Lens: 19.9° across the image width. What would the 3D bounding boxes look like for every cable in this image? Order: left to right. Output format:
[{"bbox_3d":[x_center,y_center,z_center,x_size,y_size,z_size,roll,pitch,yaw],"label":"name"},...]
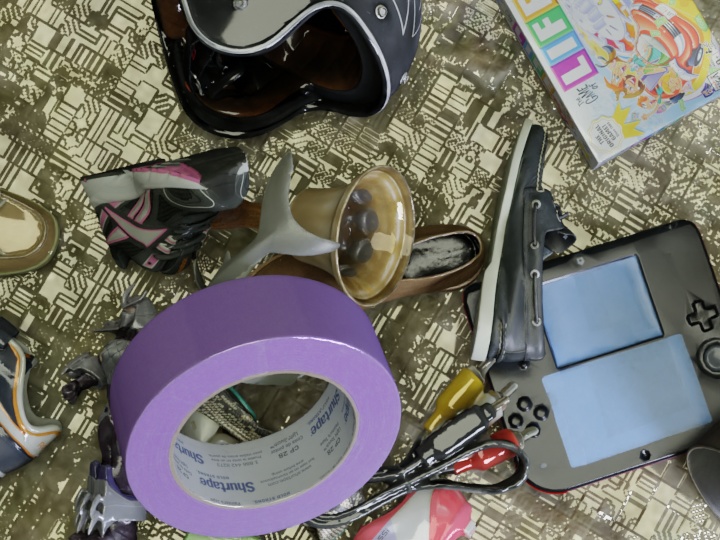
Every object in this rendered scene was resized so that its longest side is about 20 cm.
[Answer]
[{"bbox_3d":[0.047,0.152,1.557,0.199,0.050,0.097,-31,89,-8],"label":"cable"}]

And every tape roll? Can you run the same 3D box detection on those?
[{"bbox_3d":[-0.074,0.098,1.451,0.199,0.201,0.066,-18,45,-5],"label":"tape roll"}]

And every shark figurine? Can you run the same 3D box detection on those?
[{"bbox_3d":[-0.094,0.013,1.480,0.127,0.215,0.090,-17,57,-16],"label":"shark figurine"}]

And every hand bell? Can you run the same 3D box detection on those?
[{"bbox_3d":[-0.069,-0.041,1.558,0.199,0.104,0.105,11,81,33],"label":"hand bell"}]

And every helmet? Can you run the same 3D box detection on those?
[{"bbox_3d":[-0.053,-0.204,1.552,0.190,0.200,0.201,-17,84,-13],"label":"helmet"}]

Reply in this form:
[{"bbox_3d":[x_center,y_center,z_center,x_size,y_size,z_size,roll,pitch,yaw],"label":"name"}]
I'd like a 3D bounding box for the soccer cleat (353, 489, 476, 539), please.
[{"bbox_3d":[0.007,0.240,1.567,0.076,0.067,0.200,38,81,14],"label":"soccer cleat"}]

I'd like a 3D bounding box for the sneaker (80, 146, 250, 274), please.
[{"bbox_3d":[-0.137,-0.041,1.539,0.080,0.200,0.087,-16,97,-27],"label":"sneaker"}]

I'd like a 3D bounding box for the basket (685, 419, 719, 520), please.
[{"bbox_3d":[0.363,0.115,1.558,0.136,0.181,0.200,28,71,42],"label":"basket"}]

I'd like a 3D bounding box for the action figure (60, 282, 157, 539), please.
[{"bbox_3d":[-0.180,0.109,1.546,0.069,0.130,0.201,8,87,-26],"label":"action figure"}]

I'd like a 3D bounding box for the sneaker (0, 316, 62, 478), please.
[{"bbox_3d":[-0.297,0.057,1.563,0.079,0.078,0.201,-27,97,0],"label":"sneaker"}]

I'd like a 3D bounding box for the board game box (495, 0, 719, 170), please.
[{"bbox_3d":[0.195,-0.201,1.639,0.134,0.034,0.201,-29,86,-5],"label":"board game box"}]

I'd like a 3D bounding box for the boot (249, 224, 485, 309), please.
[{"bbox_3d":[0.000,0.000,1.586,0.199,0.075,0.074,-14,86,-3],"label":"boot"}]

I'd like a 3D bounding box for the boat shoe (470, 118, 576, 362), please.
[{"bbox_3d":[0.133,-0.021,1.583,0.066,0.075,0.200,12,64,2],"label":"boat shoe"}]

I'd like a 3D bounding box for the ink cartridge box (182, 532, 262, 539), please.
[{"bbox_3d":[-0.115,0.295,1.548,0.117,0.067,0.201,27,82,-1],"label":"ink cartridge box"}]

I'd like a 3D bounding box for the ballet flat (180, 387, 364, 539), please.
[{"bbox_3d":[-0.089,0.138,1.566,0.200,0.068,0.075,39,68,0],"label":"ballet flat"}]

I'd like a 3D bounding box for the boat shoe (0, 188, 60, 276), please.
[{"bbox_3d":[-0.332,-0.044,1.579,0.199,0.063,0.074,17,83,-1],"label":"boat shoe"}]

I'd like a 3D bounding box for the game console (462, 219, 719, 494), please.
[{"bbox_3d":[0.197,0.069,1.610,0.199,0.031,0.178,-17,85,-5],"label":"game console"}]
